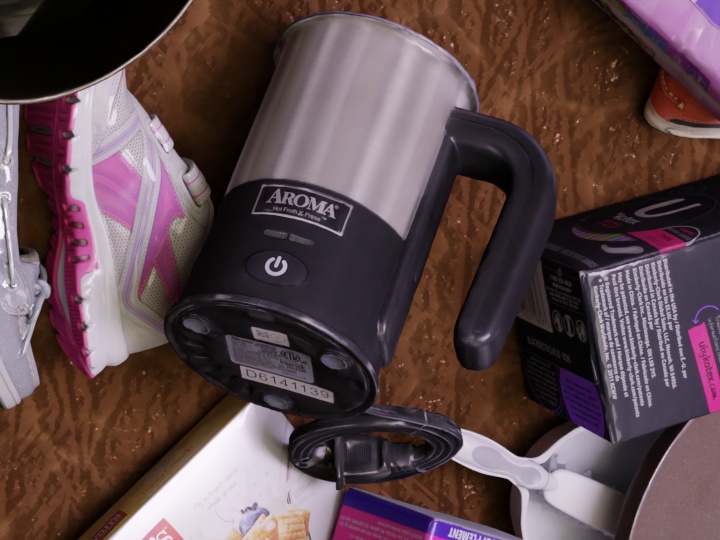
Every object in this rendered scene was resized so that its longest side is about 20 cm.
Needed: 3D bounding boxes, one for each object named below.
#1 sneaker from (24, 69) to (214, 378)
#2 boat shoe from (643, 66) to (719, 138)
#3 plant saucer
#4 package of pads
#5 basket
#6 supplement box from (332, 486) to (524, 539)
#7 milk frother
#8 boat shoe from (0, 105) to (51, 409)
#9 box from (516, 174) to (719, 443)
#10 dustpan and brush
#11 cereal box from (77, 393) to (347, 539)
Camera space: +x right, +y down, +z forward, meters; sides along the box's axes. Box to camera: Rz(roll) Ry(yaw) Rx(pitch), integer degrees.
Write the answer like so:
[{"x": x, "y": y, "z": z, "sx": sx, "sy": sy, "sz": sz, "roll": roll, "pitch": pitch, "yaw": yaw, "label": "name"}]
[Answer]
[{"x": -0.126, "y": -0.046, "z": 1.302, "sx": 0.088, "sy": 0.081, "sz": 0.200, "roll": -11, "pitch": 110, "yaw": -22, "label": "sneaker"}, {"x": 0.266, "y": -0.106, "z": 1.441, "sx": 0.200, "sy": 0.071, "sz": 0.063, "roll": 1, "pitch": 142, "yaw": -23, "label": "boat shoe"}, {"x": 0.216, "y": 0.152, "z": 1.456, "sx": 0.200, "sy": 0.032, "sz": 0.200, "roll": -19, "pitch": 119, "yaw": -38, "label": "plant saucer"}, {"x": 0.194, "y": -0.176, "z": 1.349, "sx": 0.121, "sy": 0.076, "sz": 0.200, "roll": -44, "pitch": 82, "yaw": -7, "label": "package of pads"}, {"x": -0.169, "y": -0.174, "z": 1.189, "sx": 0.180, "sy": 0.200, "sz": 0.136, "roll": -45, "pitch": 112, "yaw": -6, "label": "basket"}, {"x": 0.027, "y": 0.236, "z": 1.347, "sx": 0.101, "sy": 0.103, "sz": 0.200, "roll": 19, "pitch": 87, "yaw": -30, "label": "supplement box"}, {"x": 0.000, "y": 0.000, "z": 1.318, "sx": 0.180, "sy": 0.200, "sz": 0.188, "roll": 23, "pitch": 62, "yaw": -3, "label": "milk frother"}, {"x": -0.194, "y": -0.027, "z": 1.279, "sx": 0.065, "sy": 0.074, "sz": 0.202, "roll": -12, "pitch": 98, "yaw": -13, "label": "boat shoe"}, {"x": 0.200, "y": 0.013, "z": 1.404, "sx": 0.200, "sy": 0.122, "sz": 0.106, "roll": -16, "pitch": 105, "yaw": -17, "label": "box"}, {"x": 0.117, "y": 0.129, "z": 1.430, "sx": 0.200, "sy": 0.057, "sz": 0.140, "roll": 26, "pitch": 91, "yaw": -23, "label": "dustpan and brush"}, {"x": -0.054, "y": 0.185, "z": 1.379, "sx": 0.144, "sy": 0.040, "sz": 0.200, "roll": -45, "pitch": 112, "yaw": -17, "label": "cereal box"}]
